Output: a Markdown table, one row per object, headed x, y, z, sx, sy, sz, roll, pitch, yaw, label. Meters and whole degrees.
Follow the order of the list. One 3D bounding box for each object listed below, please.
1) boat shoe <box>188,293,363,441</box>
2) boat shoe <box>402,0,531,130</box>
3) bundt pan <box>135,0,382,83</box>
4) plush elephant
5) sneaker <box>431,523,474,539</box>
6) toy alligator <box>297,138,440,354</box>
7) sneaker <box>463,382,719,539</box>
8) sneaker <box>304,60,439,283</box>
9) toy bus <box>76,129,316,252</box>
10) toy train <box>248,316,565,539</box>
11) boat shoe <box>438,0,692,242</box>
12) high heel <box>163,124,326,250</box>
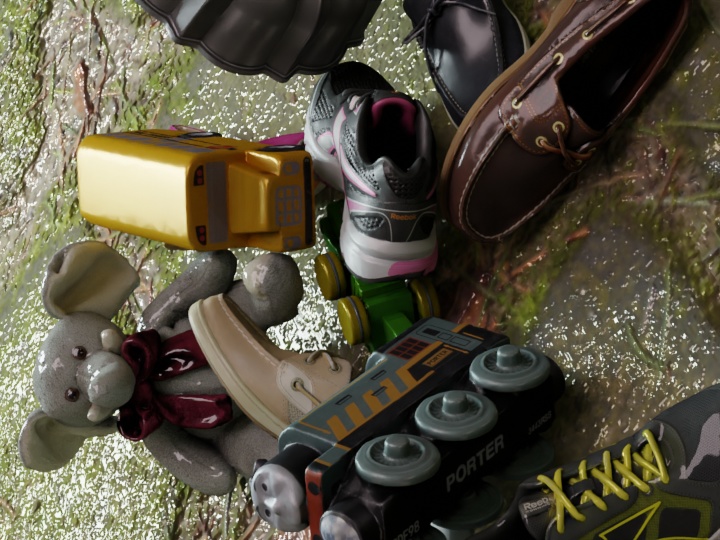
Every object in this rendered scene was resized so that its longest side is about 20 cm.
| x | y | z | sx | sy | sz | roll | pitch | yaw | label |
| --- | --- | --- | --- | --- | --- | --- | --- | --- | --- |
| -0.022 | 0.081 | 1.402 | 0.065 | 0.072 | 0.200 | -45 | 75 | 9 | boat shoe |
| 0.061 | -0.165 | 1.498 | 0.074 | 0.062 | 0.201 | -35 | 47 | 30 | boat shoe |
| -0.061 | -0.227 | 1.497 | 0.076 | 0.201 | 0.203 | -43 | 40 | 49 | bundt pan |
| -0.140 | 0.066 | 1.510 | 0.200 | 0.154 | 0.166 | 13 | 105 | 60 | plush elephant |
| 0.013 | 0.228 | 1.299 | 0.075 | 0.087 | 0.201 | 106 | -175 | -81 | sneaker |
| 0.000 | 0.000 | 1.480 | 0.054 | 0.059 | 0.200 | 91 | 158 | -47 | toy alligator |
| 0.132 | 0.129 | 1.228 | 0.200 | 0.084 | 0.075 | -46 | 42 | 23 | sneaker |
| 0.017 | -0.082 | 1.455 | 0.200 | 0.080 | 0.087 | -112 | 25 | -51 | sneaker |
| -0.106 | -0.053 | 1.514 | 0.200 | 0.078 | 0.066 | 14 | 107 | 57 | toy bus |
| 0.028 | 0.096 | 1.300 | 0.114 | 0.200 | 0.086 | 16 | 125 | 36 | toy train |
| 0.120 | -0.098 | 1.380 | 0.201 | 0.070 | 0.070 | -57 | 34 | 10 | boat shoe |
| -0.081 | -0.086 | 1.619 | 0.200 | 0.067 | 0.097 | -30 | 58 | 54 | high heel |
